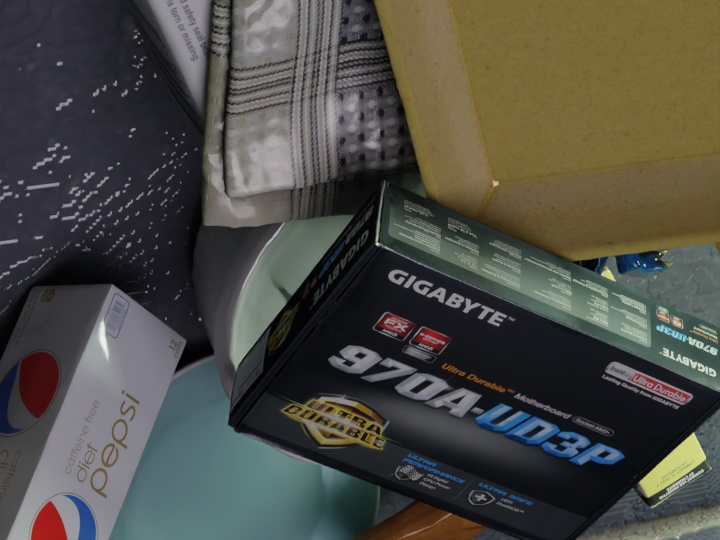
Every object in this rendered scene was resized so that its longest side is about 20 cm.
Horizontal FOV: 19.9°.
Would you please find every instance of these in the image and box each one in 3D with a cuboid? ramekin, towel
[{"bbox_3d":[0.000,0.000,1.122,0.202,0.094,0.203,-15,125,-23],"label":"ramekin"},{"bbox_3d":[0.022,-0.110,0.965,0.192,0.035,0.200,-10,127,-24],"label":"towel"}]

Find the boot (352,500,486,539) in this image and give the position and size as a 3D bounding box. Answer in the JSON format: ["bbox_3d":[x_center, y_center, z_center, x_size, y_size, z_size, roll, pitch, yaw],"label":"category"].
[{"bbox_3d":[0.064,0.113,1.170,0.200,0.069,0.188,-29,164,13],"label":"boot"}]

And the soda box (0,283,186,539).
[{"bbox_3d":[-0.165,0.107,1.062,0.064,0.068,0.200,41,60,-40],"label":"soda box"}]

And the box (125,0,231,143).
[{"bbox_3d":[-0.023,-0.178,0.985,0.200,0.105,0.184,-29,133,-7],"label":"box"}]

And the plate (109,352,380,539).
[{"bbox_3d":[-0.076,0.140,1.196,0.200,0.026,0.200,-8,105,-33],"label":"plate"}]

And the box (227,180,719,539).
[{"bbox_3d":[0.057,0.054,1.020,0.200,0.046,0.159,23,134,-18],"label":"box"}]

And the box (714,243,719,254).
[{"bbox_3d":[0.199,-0.122,1.052,0.200,0.049,0.160,56,48,-36],"label":"box"}]

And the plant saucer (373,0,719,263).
[{"bbox_3d":[0.118,-0.098,0.938,0.200,0.048,0.200,-7,128,11],"label":"plant saucer"}]

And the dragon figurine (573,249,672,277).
[{"bbox_3d":[0.124,-0.042,1.079,0.099,0.059,0.200,43,64,-50],"label":"dragon figurine"}]

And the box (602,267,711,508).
[{"bbox_3d":[0.150,0.057,1.261,0.050,0.075,0.200,-34,132,-2],"label":"box"}]
